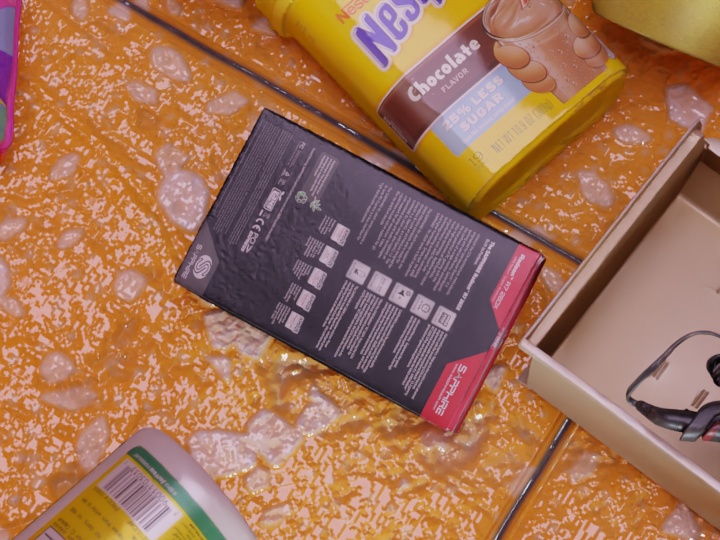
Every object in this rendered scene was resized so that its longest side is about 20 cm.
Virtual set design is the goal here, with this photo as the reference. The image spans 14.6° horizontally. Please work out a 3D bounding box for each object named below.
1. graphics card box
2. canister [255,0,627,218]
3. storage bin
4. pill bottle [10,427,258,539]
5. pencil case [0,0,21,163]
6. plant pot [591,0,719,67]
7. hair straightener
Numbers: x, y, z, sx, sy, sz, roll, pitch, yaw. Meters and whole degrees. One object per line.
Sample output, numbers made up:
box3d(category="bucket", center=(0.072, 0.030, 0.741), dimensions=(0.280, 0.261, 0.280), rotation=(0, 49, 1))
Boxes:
box3d(category="graphics card box", center=(0.000, 0.000, 1.733), dimensions=(0.200, 0.051, 0.126), rotation=(27, 92, 7))
box3d(category="canister", center=(0.053, -0.148, 1.782), dimensions=(0.148, 0.087, 0.200), rotation=(-40, 78, -12))
box3d(category="storage bin", center=(0.232, 0.042, 1.715), dimensions=(0.200, 0.094, 0.199), rotation=(36, 75, 11))
box3d(category="pill bottle", center=(-0.164, 0.195, 1.648), dimensions=(0.200, 0.113, 0.113), rotation=(-41, 76, -14))
box3d(category="pencil case", center=(-0.252, -0.161, 1.784), dimensions=(0.088, 0.088, 0.201), rotation=(5, 73, 1))
box3d(category="plant pot", center=(0.220, -0.208, 1.765), dimensions=(0.199, 0.200, 0.142), rotation=(23, 99, 7))
box3d(category="hair straightener", center=(0.255, 0.073, 1.642), dimensions=(0.199, 0.041, 0.077), rotation=(5, 71, 5))
